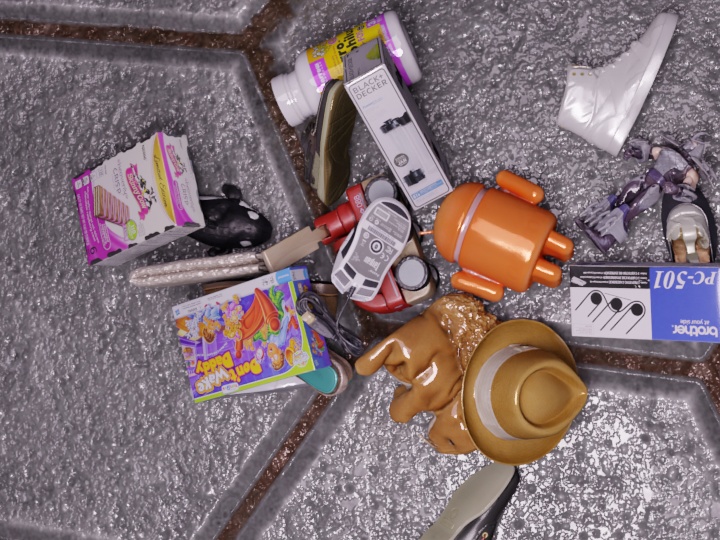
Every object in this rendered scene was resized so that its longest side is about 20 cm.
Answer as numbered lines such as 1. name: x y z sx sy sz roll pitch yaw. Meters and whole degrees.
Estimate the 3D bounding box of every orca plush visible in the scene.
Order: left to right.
1. orca plush: -0.226 -0.087 1.605 0.199 0.071 0.106 33 93 14

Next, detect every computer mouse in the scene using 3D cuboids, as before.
1. computer mouse: 0.000 0.000 1.439 0.109 0.044 0.201 32 80 -16

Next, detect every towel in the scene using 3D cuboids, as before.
1. towel: -0.211 -0.002 1.562 0.197 0.132 0.035 -7 87 12

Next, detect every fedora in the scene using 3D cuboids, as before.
1. fedora: 0.221 0.157 1.416 0.081 0.199 0.203 1 83 57

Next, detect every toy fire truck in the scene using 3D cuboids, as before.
1. toy fire truck: -0.015 -0.017 1.517 0.198 0.129 0.178 -23 80 11

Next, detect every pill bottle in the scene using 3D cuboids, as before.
1. pill bottle: -0.021 -0.274 1.556 0.198 0.104 0.105 -24 80 10

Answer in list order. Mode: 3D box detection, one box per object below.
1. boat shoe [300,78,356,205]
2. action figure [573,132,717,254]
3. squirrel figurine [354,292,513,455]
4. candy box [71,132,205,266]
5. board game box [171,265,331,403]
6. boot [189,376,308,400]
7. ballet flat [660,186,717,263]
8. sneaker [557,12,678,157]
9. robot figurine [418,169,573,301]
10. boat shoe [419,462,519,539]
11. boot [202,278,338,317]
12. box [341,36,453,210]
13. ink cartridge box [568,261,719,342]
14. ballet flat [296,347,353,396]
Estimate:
1. boat shoe: -0.051 -0.178 1.525 0.066 0.202 0.072 28 51 22
2. action figure: 0.372 -0.108 1.449 0.200 0.069 0.130 -43 33 7
3. squirrel figurine: 0.124 0.139 1.469 0.199 0.141 0.187 -37 84 10
4. candy box: -0.319 -0.098 1.595 0.199 0.061 0.138 -21 79 36
5. board game box: -0.146 0.086 1.484 0.198 0.045 0.136 -18 84 28
6. boot: -0.148 0.124 1.566 0.197 0.074 0.097 -7 80 9
7. ballet flat: 0.429 -0.023 1.443 0.072 0.073 0.203 -6 83 13
8. sneaker: 0.334 -0.267 1.487 0.115 0.074 0.202 27 92 11
9. robot figurine: 0.182 -0.047 1.481 0.198 0.117 0.145 23 123 14
10. boat shoe: 0.144 0.339 1.483 0.063 0.074 0.202 42 84 -22
11. boot: -0.130 0.049 1.573 0.197 0.074 0.077 4 96 12
12. box: 0.048 -0.194 1.477 0.060 0.117 0.201 -26 116 12
13. ink cartridge box: 0.366 0.038 1.422 0.198 0.044 0.095 0 98 34
14. ballet flat: -0.091 0.105 1.520 0.199 0.067 0.069 36 112 21
